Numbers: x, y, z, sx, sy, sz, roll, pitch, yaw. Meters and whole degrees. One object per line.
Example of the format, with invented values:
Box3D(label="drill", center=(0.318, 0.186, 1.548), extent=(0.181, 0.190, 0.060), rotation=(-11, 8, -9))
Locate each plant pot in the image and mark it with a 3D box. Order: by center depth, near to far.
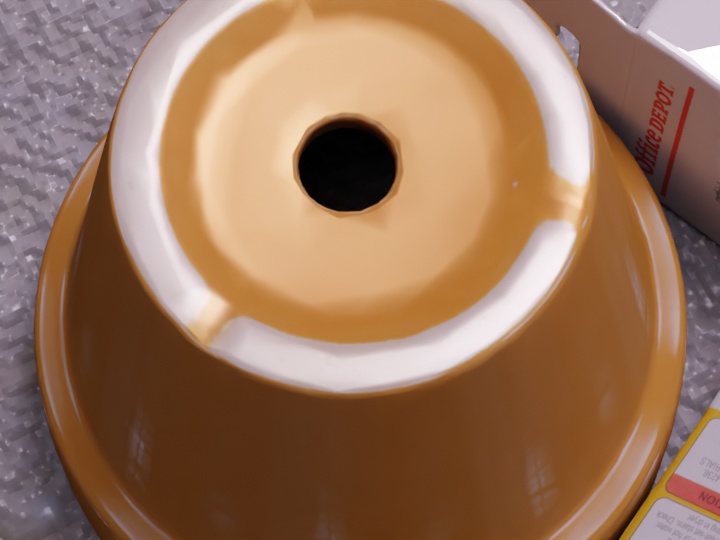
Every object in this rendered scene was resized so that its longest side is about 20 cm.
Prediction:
Box3D(label="plant pot", center=(0.000, 0.000, 0.716), extent=(0.200, 0.183, 0.200), rotation=(0, 71, 0))

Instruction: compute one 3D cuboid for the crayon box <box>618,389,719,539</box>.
Box3D(label="crayon box", center=(0.123, 0.118, 0.718), extent=(0.126, 0.052, 0.200), rotation=(24, 70, 40))

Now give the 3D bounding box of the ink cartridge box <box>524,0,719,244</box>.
Box3D(label="ink cartridge box", center=(0.144, -0.042, 0.765), extent=(0.200, 0.116, 0.068), rotation=(37, 76, 11))
